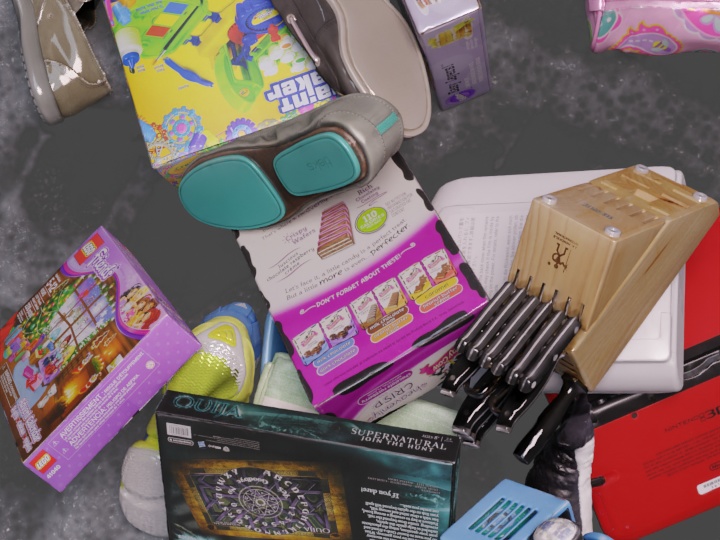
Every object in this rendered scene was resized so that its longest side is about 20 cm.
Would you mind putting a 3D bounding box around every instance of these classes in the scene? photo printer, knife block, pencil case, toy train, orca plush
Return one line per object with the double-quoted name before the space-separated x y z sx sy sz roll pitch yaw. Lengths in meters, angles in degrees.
"photo printer" 0.131 0.009 0.925 0.199 0.069 0.167 -3 62 20
"knife block" 0.139 0.033 0.839 0.064 0.200 0.176 32 122 31
"pencil case" 0.270 -0.205 0.966 0.199 0.087 0.088 2 81 7
"toy train" 0.128 0.234 0.828 0.087 0.114 0.201 -35 120 -29
"orca plush" 0.123 0.182 0.884 0.071 0.200 0.105 -6 43 -5

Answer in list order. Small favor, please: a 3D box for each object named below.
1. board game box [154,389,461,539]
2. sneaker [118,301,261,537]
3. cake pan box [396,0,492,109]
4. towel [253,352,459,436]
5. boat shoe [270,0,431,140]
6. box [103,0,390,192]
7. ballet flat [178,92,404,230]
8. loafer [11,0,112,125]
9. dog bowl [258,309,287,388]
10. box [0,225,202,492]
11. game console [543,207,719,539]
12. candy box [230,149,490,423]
"board game box" -0.035 0.154 0.859 0.199 0.028 0.136 9 124 11
"sneaker" -0.116 0.107 0.959 0.076 0.105 0.200 28 122 -1
"cake pan box" 0.038 -0.238 0.946 0.052 0.184 0.201 -21 80 2
"towel" -0.024 0.175 0.918 0.152 0.023 0.201 17 91 10
"boat shoe" -0.016 -0.172 0.892 0.067 0.057 0.200 -24 82 -35
"box" -0.078 -0.183 0.981 0.199 0.122 0.193 -18 79 2
"ballet flat" -0.046 -0.073 0.882 0.064 0.200 0.068 -45 112 -38
"loafer" -0.244 -0.217 1.037 0.069 0.075 0.201 -12 84 -8
"dog bowl" -0.027 0.092 0.968 0.111 0.050 0.201 4 82 7
"box" -0.201 0.056 0.930 0.137 0.200 0.039 -46 120 -3
"game console" 0.237 0.076 0.959 0.199 0.119 0.173 -23 110 3
"candy box" 0.000 0.000 0.904 0.136 0.061 0.200 -31 52 4
